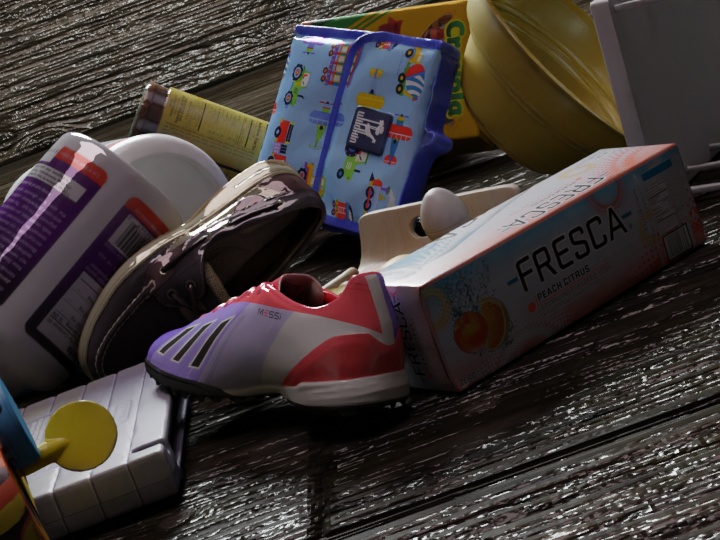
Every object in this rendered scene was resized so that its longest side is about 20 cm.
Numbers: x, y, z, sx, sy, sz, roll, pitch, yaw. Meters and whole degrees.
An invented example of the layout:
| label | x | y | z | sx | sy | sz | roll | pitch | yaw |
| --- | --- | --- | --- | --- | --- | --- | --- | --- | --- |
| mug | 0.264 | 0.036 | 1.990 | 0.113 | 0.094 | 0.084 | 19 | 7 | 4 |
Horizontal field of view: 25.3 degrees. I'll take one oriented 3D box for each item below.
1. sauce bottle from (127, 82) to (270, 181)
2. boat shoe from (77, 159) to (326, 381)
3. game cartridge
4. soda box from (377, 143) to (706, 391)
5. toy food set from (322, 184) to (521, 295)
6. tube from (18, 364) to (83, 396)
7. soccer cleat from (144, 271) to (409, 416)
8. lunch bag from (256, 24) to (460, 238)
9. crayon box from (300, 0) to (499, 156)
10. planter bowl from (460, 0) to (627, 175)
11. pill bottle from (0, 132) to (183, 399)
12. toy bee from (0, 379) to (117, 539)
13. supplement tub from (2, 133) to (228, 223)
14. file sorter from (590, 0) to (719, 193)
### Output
| label | x | y | z | sx | sy | sz | roll | pitch | yaw |
| --- | --- | --- | --- | --- | --- | --- | --- | --- | --- |
| sauce bottle | -0.098 | -0.100 | 1.373 | 0.199 | 0.065 | 0.065 | 20 | 7 | -12 |
| boat shoe | -0.105 | 0.007 | 1.080 | 0.200 | 0.072 | 0.065 | -42 | 34 | -10 |
| game cartridge | -0.163 | 0.106 | 0.921 | 0.129 | 0.038 | 0.200 | -25 | 13 | 2 |
| soda box | 0.098 | -0.005 | 0.896 | 0.200 | 0.064 | 0.068 | -28 | 15 | -30 |
| toy food set | 0.000 | 0.000 | 1.032 | 0.143 | 0.061 | 0.200 | -9 | 17 | 41 |
| tube | -0.236 | 0.064 | 1.188 | 0.199 | 0.051 | 0.077 | -23 | 15 | 9 |
| soccer cleat | -0.050 | 0.036 | 0.890 | 0.068 | 0.073 | 0.200 | -8 | 6 | -41 |
| lunch bag | 0.012 | -0.100 | 1.224 | 0.094 | 0.151 | 0.200 | 17 | 0 | -31 |
| crayon box | 0.046 | -0.164 | 1.404 | 0.199 | 0.127 | 0.051 | -5 | -12 | 21 |
| planter bowl | 0.134 | -0.130 | 1.170 | 0.083 | 0.200 | 0.200 | -47 | 1 | 25 |
| pill bottle | -0.224 | 0.012 | 1.112 | 0.200 | 0.111 | 0.111 | -52 | 22 | -14 |
| toy bee | -0.184 | 0.113 | 0.764 | 0.131 | 0.109 | 0.200 | -24 | 8 | 10 |
| supplement tub | -0.203 | -0.036 | 1.318 | 0.140 | 0.141 | 0.200 | -29 | 15 | -30 |
| file sorter | 0.259 | -0.146 | 1.054 | 0.124 | 0.139 | 0.200 | -7 | 18 | 35 |
